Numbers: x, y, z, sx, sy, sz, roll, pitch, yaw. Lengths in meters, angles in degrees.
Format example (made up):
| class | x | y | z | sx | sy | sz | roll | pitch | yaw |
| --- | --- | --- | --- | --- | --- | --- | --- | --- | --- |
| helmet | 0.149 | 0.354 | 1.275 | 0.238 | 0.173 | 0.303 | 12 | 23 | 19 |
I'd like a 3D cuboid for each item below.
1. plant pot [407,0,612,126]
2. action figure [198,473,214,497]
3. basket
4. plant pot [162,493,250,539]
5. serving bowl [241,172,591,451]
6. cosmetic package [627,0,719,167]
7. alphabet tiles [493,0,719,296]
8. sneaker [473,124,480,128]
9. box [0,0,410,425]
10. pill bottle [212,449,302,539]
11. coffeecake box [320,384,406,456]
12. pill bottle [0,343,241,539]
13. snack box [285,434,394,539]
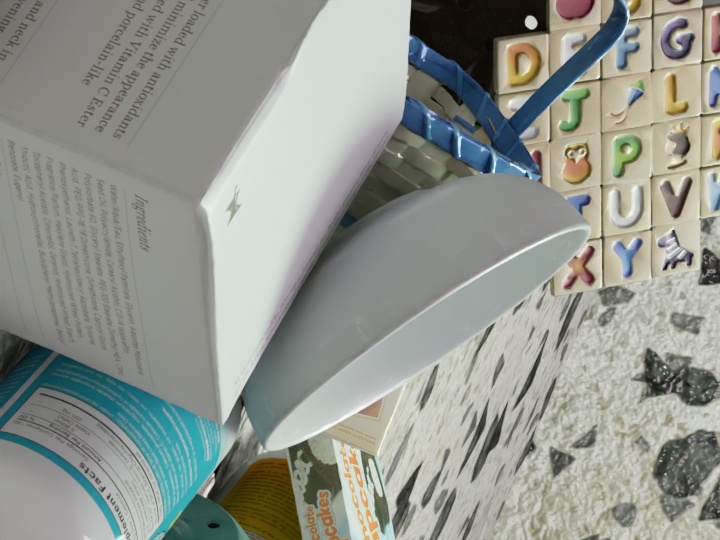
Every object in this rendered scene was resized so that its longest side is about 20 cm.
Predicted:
| class | x | y | z | sx | sy | sz | roll | pitch | yaw |
| --- | --- | --- | --- | --- | --- | --- | --- | --- | --- |
| plant pot | 0.114 | -0.191 | 1.492 | 0.198 | 0.200 | 0.201 | -45 | 156 | -59 |
| action figure | -0.109 | 0.226 | 1.479 | 0.149 | 0.200 | 0.134 | -40 | -146 | 14 |
| basket | 0.028 | -0.109 | 1.258 | 0.200 | 0.139 | 0.176 | -44 | 130 | 16 |
| plant pot | -0.125 | 0.208 | 1.234 | 0.201 | 0.200 | 0.161 | -46 | 143 | -59 |
| serving bowl | 0.017 | 0.010 | 1.191 | 0.200 | 0.066 | 0.200 | -33 | 171 | -6 |
| cosmetic package | 0.218 | -0.127 | 1.514 | 0.151 | 0.052 | 0.200 | -50 | 168 | 4 |
| alphabet tiles | 0.157 | -0.085 | 1.401 | 0.006 | 0.166 | 0.200 | -135 | -141 | -62 |
| sneaker | 0.067 | -0.056 | 1.574 | 0.077 | 0.200 | 0.084 | -69 | 144 | -46 |
| box | -0.075 | -0.074 | 1.054 | 0.199 | 0.131 | 0.200 | -60 | 166 | -28 |
| pill bottle | -0.061 | 0.196 | 1.661 | 0.200 | 0.111 | 0.111 | -50 | 159 | -54 |
| coffeecake box | 0.000 | 0.000 | 1.446 | 0.200 | 0.073 | 0.154 | -68 | -167 | -2 |
| pill bottle | -0.145 | 0.104 | 1.131 | 0.200 | 0.111 | 0.111 | -51 | 161 | -49 |
| snack box | -0.013 | 0.150 | 1.588 | 0.116 | 0.037 | 0.200 | 40 | 37 | -68 |
